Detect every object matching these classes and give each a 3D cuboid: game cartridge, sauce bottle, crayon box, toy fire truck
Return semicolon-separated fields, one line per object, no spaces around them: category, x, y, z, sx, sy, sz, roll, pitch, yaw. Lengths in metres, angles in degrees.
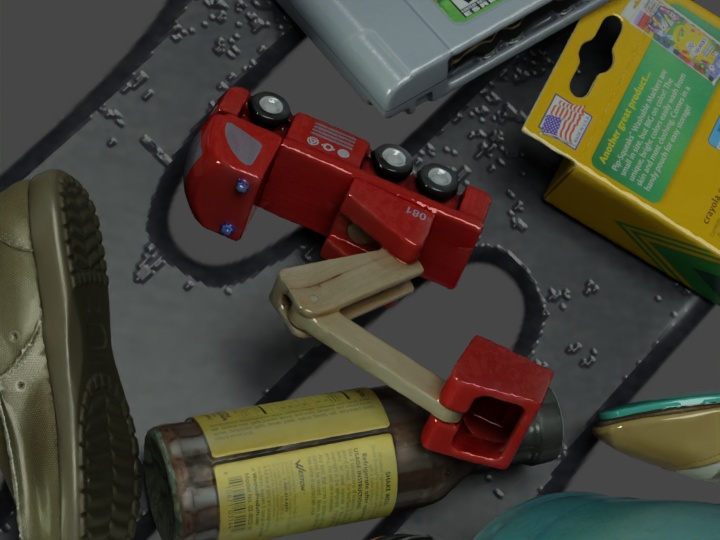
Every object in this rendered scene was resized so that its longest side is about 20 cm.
game cartridge;0.057;-0.170;1.183;0.200;0.041;0.133;-31;57;-17
sauce bottle;-0.001;0.088;1.085;0.199;0.065;0.065;-7;73;-19
crayon box;0.185;-0.059;1.201;0.200;0.052;0.126;32;65;-5
toy fire truck;0.000;0.000;1.087;0.199;0.049;0.141;23;41;0

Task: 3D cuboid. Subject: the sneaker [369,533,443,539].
sneaker;-0.013;0.200;1.034;0.078;0.077;0.200;29;67;-7

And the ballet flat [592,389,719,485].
ballet flat;0.213;0.080;1.154;0.199;0.069;0.063;-12;88;-19

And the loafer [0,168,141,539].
loafer;-0.148;0.056;1.052;0.067;0.076;0.201;-9;78;16

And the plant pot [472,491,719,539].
plant pot;0.158;0.190;0.992;0.199;0.188;0.201;8;77;-37
